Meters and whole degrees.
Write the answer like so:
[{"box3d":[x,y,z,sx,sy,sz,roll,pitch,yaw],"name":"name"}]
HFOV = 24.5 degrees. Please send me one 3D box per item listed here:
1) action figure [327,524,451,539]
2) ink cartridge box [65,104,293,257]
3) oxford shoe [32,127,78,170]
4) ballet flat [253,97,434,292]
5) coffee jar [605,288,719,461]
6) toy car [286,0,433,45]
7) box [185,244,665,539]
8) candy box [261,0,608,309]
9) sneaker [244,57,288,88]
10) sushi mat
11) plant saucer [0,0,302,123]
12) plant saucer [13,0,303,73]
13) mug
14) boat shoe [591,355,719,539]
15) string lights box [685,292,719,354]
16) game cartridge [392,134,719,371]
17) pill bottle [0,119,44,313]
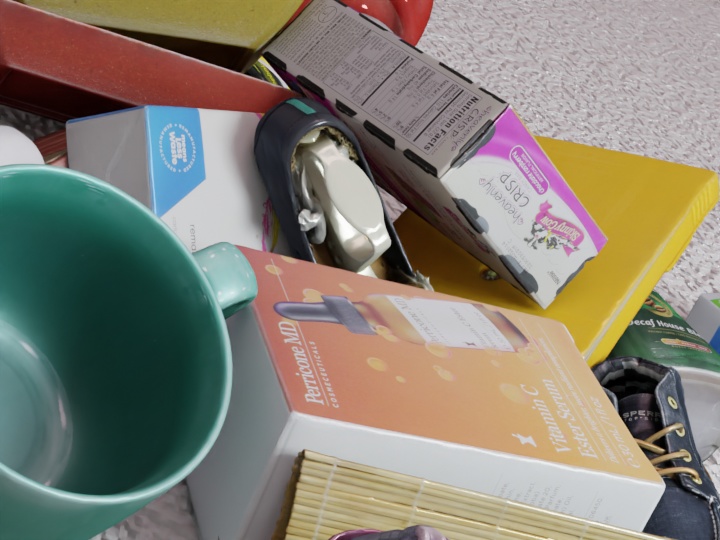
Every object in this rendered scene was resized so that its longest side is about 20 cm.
[{"box3d":[-0.020,0.176,0.660,0.148,0.135,0.200,-12,-7,26],"name":"action figure"},{"box3d":[-0.068,-0.028,0.941,0.067,0.117,0.200,-6,-2,39],"name":"ink cartridge box"},{"box3d":[-0.172,-0.044,0.985,0.071,0.074,0.200,-21,13,6],"name":"oxford shoe"},{"box3d":[0.000,0.000,0.903,0.073,0.201,0.073,-21,13,5],"name":"ballet flat"},{"box3d":[0.153,0.039,1.066,0.104,0.086,0.200,9,28,-29],"name":"coffee jar"},{"box3d":[-0.027,-0.182,1.308,0.176,0.184,0.201,15,54,-18],"name":"toy car"},{"box3d":[0.021,0.087,0.823,0.199,0.107,0.152,13,27,-24],"name":"box"},{"box3d":[0.042,-0.076,0.993,0.200,0.061,0.136,40,-5,46],"name":"candy box"},{"box3d":[-0.138,-0.159,1.189,0.199,0.075,0.085,22,4,-6],"name":"sneaker"},{"box3d":[0.051,0.144,0.747,0.199,0.096,0.012,16,13,-18],"name":"sushi mat"},{"box3d":[-0.159,-0.114,1.061,0.199,0.037,0.200,15,-6,-18],"name":"plant saucer"},{"box3d":[-0.139,-0.164,1.059,0.199,0.049,0.200,8,-3,-9],"name":"plant saucer"},{"box3d":[-0.136,0.050,0.716,0.185,0.114,0.153,17,55,-35],"name":"mug"},{"box3d":[0.149,0.109,0.863,0.070,0.091,0.200,-8,12,-1],"name":"boat shoe"},{"box3d":[0.318,0.094,1.137,0.103,0.059,0.200,-2,35,-46],"name":"string lights box"},{"box3d":[0.107,-0.015,1.043,0.176,0.033,0.200,15,42,31],"name":"game cartridge"},{"box3d":[-0.234,-0.042,0.843,0.200,0.114,0.114,31,25,14],"name":"pill bottle"}]
